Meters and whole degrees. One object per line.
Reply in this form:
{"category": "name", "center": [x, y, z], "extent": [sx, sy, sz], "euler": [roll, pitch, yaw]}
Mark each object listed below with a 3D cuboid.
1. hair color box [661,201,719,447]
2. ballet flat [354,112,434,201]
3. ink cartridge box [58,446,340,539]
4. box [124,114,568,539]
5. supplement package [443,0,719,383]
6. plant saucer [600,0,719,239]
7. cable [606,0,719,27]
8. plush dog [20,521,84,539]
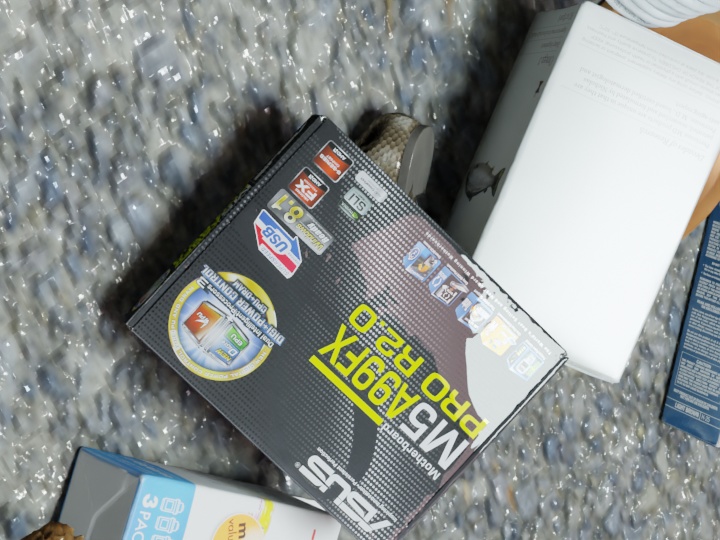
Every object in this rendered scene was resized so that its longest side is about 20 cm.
{"category": "hair color box", "center": [0.298, 0.027, 1.337], "extent": [0.100, 0.060, 0.201], "euler": [1, 106, -41]}
{"category": "ballet flat", "center": [0.000, 0.000, 1.088], "extent": [0.067, 0.046, 0.201], "euler": [-34, 139, -66]}
{"category": "ink cartridge box", "center": [-0.086, 0.183, 1.056], "extent": [0.200, 0.068, 0.116], "euler": [19, 87, -43]}
{"category": "box", "center": [-0.007, 0.037, 1.008], "extent": [0.200, 0.044, 0.160], "euler": [44, 88, -10]}
{"category": "supplement package", "center": [0.132, -0.049, 1.101], "extent": [0.117, 0.117, 0.201], "euler": [23, 91, -10]}
{"category": "plant saucer", "center": [0.203, -0.097, 1.225], "extent": [0.200, 0.037, 0.201], "euler": [-17, 117, -35]}
{"category": "cable", "center": [0.167, -0.243, 1.059], "extent": [0.200, 0.069, 0.201], "euler": [25, 52, -43]}
{"category": "plush dog", "center": [-0.173, 0.242, 0.921], "extent": [0.160, 0.200, 0.172], "euler": [-38, 109, -39]}
